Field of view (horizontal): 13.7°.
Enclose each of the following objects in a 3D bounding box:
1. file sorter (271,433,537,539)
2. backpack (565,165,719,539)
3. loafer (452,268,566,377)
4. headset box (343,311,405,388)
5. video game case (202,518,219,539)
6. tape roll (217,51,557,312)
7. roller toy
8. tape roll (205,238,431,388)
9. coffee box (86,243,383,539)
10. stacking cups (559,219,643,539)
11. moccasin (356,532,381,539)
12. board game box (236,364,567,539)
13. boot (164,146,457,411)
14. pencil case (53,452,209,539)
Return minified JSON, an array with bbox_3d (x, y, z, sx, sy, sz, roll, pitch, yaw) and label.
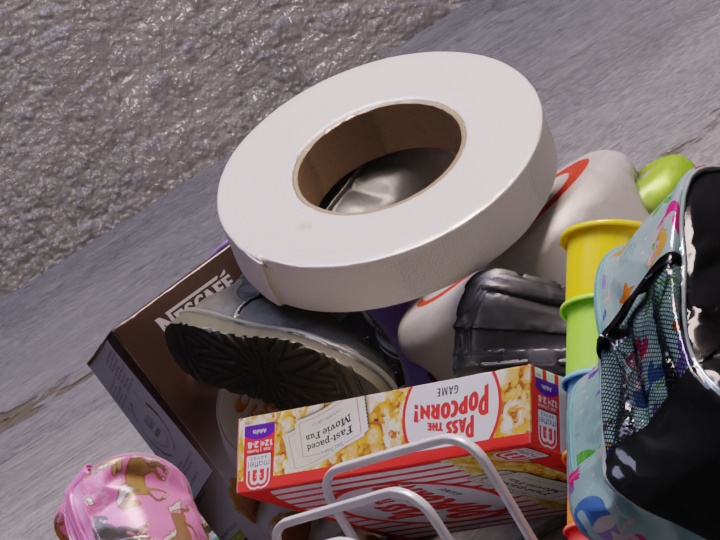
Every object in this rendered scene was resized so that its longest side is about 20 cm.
[{"bbox_3d":[-0.007,0.193,1.506,0.138,0.125,0.200,-20,17,47],"label":"file sorter"},{"bbox_3d":[0.184,0.056,1.366,0.151,0.177,0.201,-47,27,36],"label":"backpack"},{"bbox_3d":[0.149,0.052,1.670,0.200,0.071,0.068,13,-4,5],"label":"loafer"},{"bbox_3d":[0.024,0.009,2.006,0.148,0.200,0.077,-25,13,33],"label":"headset box"},{"bbox_3d":[-0.095,0.195,2.000,0.143,0.018,0.200,-38,13,-24],"label":"video game case"},{"bbox_3d":[0.015,-0.053,1.740,0.202,0.037,0.203,-14,37,11],"label":"tape roll"},{"bbox_3d":[0.126,0.033,1.798,0.182,0.140,0.200,-44,7,-36],"label":"roller toy"},{"bbox_3d":[-0.011,0.046,1.943,0.200,0.201,0.066,-21,16,43],"label":"tape roll"},{"bbox_3d":[-0.060,0.095,1.834,0.114,0.200,0.080,-37,-4,-23],"label":"coffee box"},{"bbox_3d":[0.124,0.077,1.534,0.060,0.060,0.201,-18,60,50],"label":"stacking cups"},{"bbox_3d":[-0.064,0.218,1.703,0.201,0.074,0.078,-22,3,-2],"label":"moccasin"},{"bbox_3d":[0.055,0.102,1.641,0.199,0.047,0.151,-13,-22,37],"label":"board game box"},{"bbox_3d":[0.000,-0.001,1.771,0.181,0.073,0.200,21,49,34],"label":"boot"},{"bbox_3d":[-0.108,0.193,1.632,0.082,0.087,0.200,-18,48,-5],"label":"pencil case"}]
